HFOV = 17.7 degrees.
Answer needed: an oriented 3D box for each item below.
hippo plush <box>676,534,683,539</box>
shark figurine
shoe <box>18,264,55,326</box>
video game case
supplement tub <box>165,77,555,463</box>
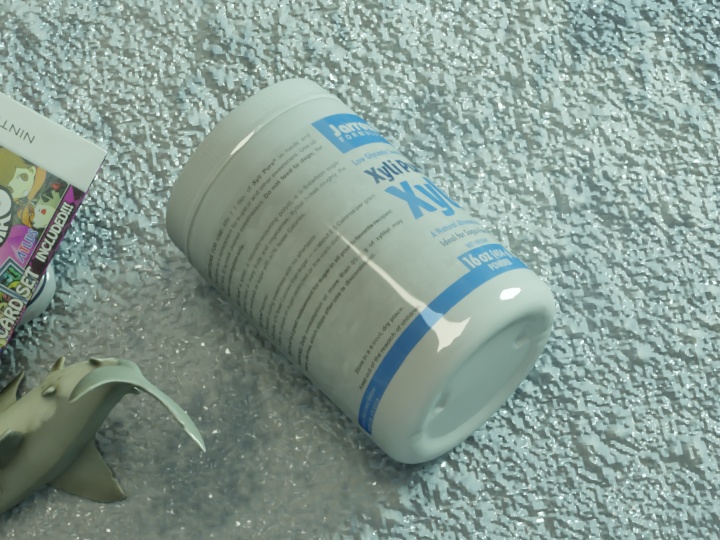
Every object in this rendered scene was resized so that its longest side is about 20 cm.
[{"bbox_3d":[0.117,0.229,1.140,0.160,0.159,0.201,0,63,-22],"label":"hippo plush"},{"bbox_3d":[-0.155,0.096,1.284,0.090,0.214,0.128,47,36,-15],"label":"shark figurine"},{"bbox_3d":[-0.273,-0.040,1.364,0.200,0.091,0.072,30,69,18],"label":"shoe"},{"bbox_3d":[-0.268,-0.024,1.313,0.181,0.036,0.201,30,81,-12],"label":"video game case"},{"bbox_3d":[0.000,0.000,1.303,0.132,0.132,0.200,-41,68,-16],"label":"supplement tub"}]
